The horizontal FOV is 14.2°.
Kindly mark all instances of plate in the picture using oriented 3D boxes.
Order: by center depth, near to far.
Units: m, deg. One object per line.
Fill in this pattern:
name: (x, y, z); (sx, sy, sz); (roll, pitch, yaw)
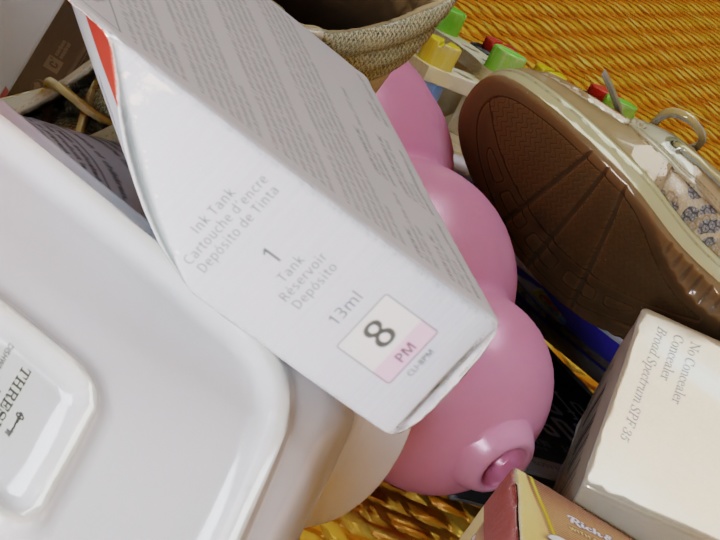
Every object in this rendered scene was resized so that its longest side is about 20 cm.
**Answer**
plate: (-0.096, 0.035, 0.681); (0.200, 0.032, 0.200); (39, 45, -15)

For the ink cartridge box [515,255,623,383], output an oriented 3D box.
ink cartridge box: (0.142, 0.050, 1.203); (0.200, 0.043, 0.198); (41, -4, 13)

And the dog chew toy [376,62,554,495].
dog chew toy: (0.000, 0.000, 1.058); (0.124, 0.125, 0.200); (13, 33, -51)

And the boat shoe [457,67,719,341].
boat shoe: (0.122, -0.007, 1.082); (0.200, 0.073, 0.063); (44, 52, 0)

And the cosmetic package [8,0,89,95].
cosmetic package: (-0.186, -0.160, 1.217); (0.200, 0.090, 0.107); (35, 18, -8)

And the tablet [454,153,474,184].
tablet: (0.014, -0.040, 1.256); (0.200, 0.014, 0.130); (19, -12, -35)

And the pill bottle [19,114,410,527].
pill bottle: (-0.078, 0.019, 0.841); (0.200, 0.114, 0.113); (14, 25, -51)

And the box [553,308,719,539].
box: (0.167, 0.105, 1.029); (0.199, 0.078, 0.095); (23, 48, 0)

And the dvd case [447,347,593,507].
dvd case: (0.038, 0.039, 1.182); (0.150, 0.025, 0.200); (18, 21, -45)

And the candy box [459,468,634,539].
candy box: (0.119, 0.154, 0.940); (0.200, 0.055, 0.115); (31, 16, -8)

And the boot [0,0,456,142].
boot: (-0.080, -0.053, 0.908); (0.199, 0.155, 0.072); (-4, 61, -32)

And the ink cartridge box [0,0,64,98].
ink cartridge box: (-0.168, -0.113, 1.055); (0.067, 0.117, 0.200); (26, 16, -24)

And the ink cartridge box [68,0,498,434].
ink cartridge box: (-0.063, -0.059, 0.755); (0.200, 0.057, 0.163); (33, 16, -26)

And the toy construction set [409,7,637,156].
toy construction set: (0.087, -0.060, 1.420); (0.200, 0.092, 0.131); (38, 7, -19)
